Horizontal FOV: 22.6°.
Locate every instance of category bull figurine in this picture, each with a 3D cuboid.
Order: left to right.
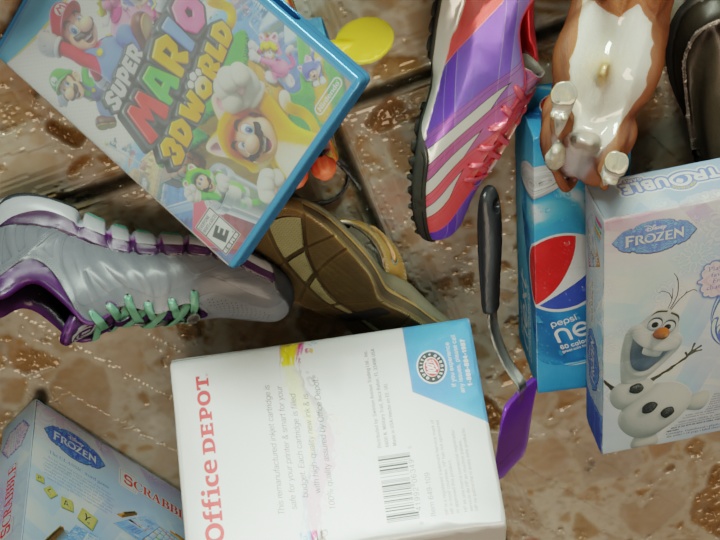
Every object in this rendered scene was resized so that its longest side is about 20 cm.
[{"bbox_3d":[0.145,-0.140,1.030,0.065,0.121,0.201,10,99,6],"label":"bull figurine"}]

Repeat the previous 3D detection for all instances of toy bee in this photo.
[{"bbox_3d":[-0.034,-0.105,1.069,0.131,0.109,0.200,-35,121,14],"label":"toy bee"}]

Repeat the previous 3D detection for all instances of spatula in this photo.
[{"bbox_3d":[0.091,0.041,1.160,0.020,0.056,0.201,2,112,30],"label":"spatula"}]

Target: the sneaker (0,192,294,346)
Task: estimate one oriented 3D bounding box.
[{"bbox_3d":[-0.144,0.020,1.132,0.199,0.088,0.075,13,149,-2],"label":"sneaker"}]

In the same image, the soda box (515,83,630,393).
[{"bbox_3d":[0.137,-0.021,1.170,0.064,0.068,0.201,-7,125,-2],"label":"soda box"}]

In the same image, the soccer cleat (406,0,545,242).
[{"bbox_3d":[0.074,-0.101,1.102,0.073,0.068,0.201,12,120,8],"label":"soccer cleat"}]

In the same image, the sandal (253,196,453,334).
[{"bbox_3d":[0.000,0.000,1.175,0.080,0.054,0.200,-9,148,36],"label":"sandal"}]

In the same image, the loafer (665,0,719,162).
[{"bbox_3d":[0.244,-0.086,1.137,0.073,0.071,0.201,-17,125,4],"label":"loafer"}]

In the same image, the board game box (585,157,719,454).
[{"bbox_3d":[0.243,0.015,1.143,0.199,0.043,0.200,-11,131,-6],"label":"board game box"}]

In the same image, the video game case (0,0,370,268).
[{"bbox_3d":[-0.107,-0.119,1.036,0.200,0.018,0.143,42,116,11],"label":"video game case"}]

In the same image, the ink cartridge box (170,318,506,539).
[{"bbox_3d":[-0.015,0.139,1.186,0.199,0.147,0.146,-8,152,-1],"label":"ink cartridge box"}]

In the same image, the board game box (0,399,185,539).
[{"bbox_3d":[-0.159,0.210,1.210,0.200,0.200,0.041,38,115,-26],"label":"board game box"}]
